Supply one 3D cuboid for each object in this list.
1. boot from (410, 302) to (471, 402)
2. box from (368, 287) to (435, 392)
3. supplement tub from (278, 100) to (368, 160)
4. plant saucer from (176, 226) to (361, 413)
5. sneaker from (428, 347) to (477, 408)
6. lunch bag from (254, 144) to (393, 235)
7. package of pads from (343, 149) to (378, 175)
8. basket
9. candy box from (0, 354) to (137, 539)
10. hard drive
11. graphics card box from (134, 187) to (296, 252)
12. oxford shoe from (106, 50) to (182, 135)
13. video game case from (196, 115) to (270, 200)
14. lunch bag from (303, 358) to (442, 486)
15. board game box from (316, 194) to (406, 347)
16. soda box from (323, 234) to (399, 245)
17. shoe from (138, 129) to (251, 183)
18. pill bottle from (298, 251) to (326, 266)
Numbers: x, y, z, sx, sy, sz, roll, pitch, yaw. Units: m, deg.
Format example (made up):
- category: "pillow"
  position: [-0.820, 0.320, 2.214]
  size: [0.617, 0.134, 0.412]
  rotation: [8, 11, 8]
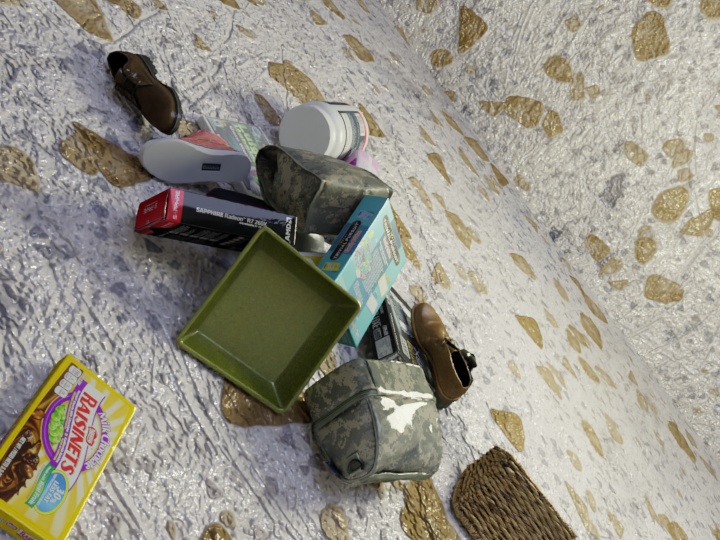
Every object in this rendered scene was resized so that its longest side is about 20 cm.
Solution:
- category: "boot"
  position: [0.155, 0.139, 1.399]
  size: [0.074, 0.075, 0.200]
  rotation: [-9, 64, -26]
- category: "box"
  position: [0.068, 0.124, 1.416]
  size: [0.158, 0.050, 0.200]
  rotation: [48, 22, -42]
- category: "supplement tub"
  position: [-0.078, -0.299, 1.646]
  size: [0.140, 0.140, 0.200]
  rotation: [55, 25, 5]
- category: "plant saucer"
  position: [-0.130, 0.070, 1.071]
  size: [0.200, 0.200, 0.048]
  rotation: [40, -8, -25]
- category: "sneaker"
  position: [0.165, 0.162, 1.497]
  size: [0.076, 0.114, 0.200]
  rotation: [23, 36, -49]
- category: "lunch bag"
  position: [-0.074, -0.145, 1.304]
  size: [0.164, 0.118, 0.200]
  rotation: [2, 29, -41]
- category: "package of pads"
  position: [-0.025, -0.166, 1.588]
  size: [0.076, 0.120, 0.200]
  rotation: [42, 27, -22]
- category: "basket"
  position: [0.257, 0.438, 1.352]
  size: [0.200, 0.149, 0.143]
  rotation: [51, -8, -3]
- category: "candy box"
  position: [-0.307, 0.181, 0.765]
  size: [0.102, 0.026, 0.200]
  rotation: [47, 26, -20]
- category: "hard drive"
  position: [-0.160, -0.083, 1.278]
  size: [0.200, 0.042, 0.135]
  rotation: [15, 18, -47]
- category: "graphics card box"
  position: [-0.207, -0.067, 1.083]
  size: [0.200, 0.125, 0.051]
  rotation: [12, 78, -33]
- category: "oxford shoe"
  position: [-0.362, -0.292, 1.235]
  size: [0.200, 0.073, 0.084]
  rotation: [48, 24, 28]
- category: "video game case"
  position: [-0.206, -0.204, 1.443]
  size: [0.200, 0.023, 0.182]
  rotation: [59, 25, 13]
- category: "lunch bag"
  position: [0.028, 0.236, 1.129]
  size: [0.200, 0.139, 0.168]
  rotation: [18, 41, -49]
- category: "board game box"
  position: [0.000, 0.000, 1.225]
  size: [0.200, 0.047, 0.151]
  rotation: [-58, 146, -33]
- category: "soda box"
  position: [-0.030, -0.077, 1.419]
  size: [0.200, 0.063, 0.068]
  rotation: [28, -17, 1]
- category: "shoe"
  position: [-0.286, -0.192, 1.248]
  size: [0.200, 0.072, 0.091]
  rotation: [0, 28, -42]
- category: "pill bottle"
  position: [-0.112, 0.024, 1.200]
  size: [0.200, 0.111, 0.111]
  rotation: [1, 55, -60]
